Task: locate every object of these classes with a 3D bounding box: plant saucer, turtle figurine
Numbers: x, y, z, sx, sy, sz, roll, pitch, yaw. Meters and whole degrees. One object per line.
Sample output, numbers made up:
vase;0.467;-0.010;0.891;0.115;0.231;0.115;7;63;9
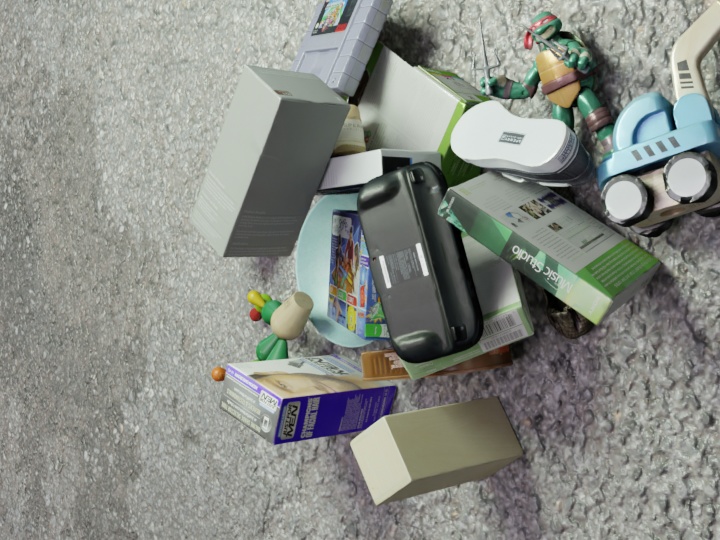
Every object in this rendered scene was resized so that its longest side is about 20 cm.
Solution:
plant saucer;-0.004;-0.004;1.455;0.199;0.038;0.205;1;91;44
turtle figurine;0.209;-0.199;1.198;0.149;0.100;0.202;-23;92;60

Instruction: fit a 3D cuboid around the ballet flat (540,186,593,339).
ballet flat;0.207;-0.024;1.240;0.067;0.046;0.203;-20;77;42

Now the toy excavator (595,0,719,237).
toy excavator;0.311;-0.155;1.098;0.192;0.099;0.203;-19;75;29

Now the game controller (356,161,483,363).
game controller;0.059;-0.008;1.181;0.103;0.042;0.203;-19;80;29

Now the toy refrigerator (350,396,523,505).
toy refrigerator;0.086;0.199;1.260;0.070;0.198;0.077;-41;65;37

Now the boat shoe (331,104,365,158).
boat shoe;-0.063;-0.165;1.398;0.198;0.073;0.070;-1;85;48

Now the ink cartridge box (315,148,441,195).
ink cartridge box;-0.010;-0.111;1.312;0.198;0.098;0.040;-2;92;48

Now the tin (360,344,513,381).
tin;0.086;0.101;1.318;0.198;0.111;0.043;-10;83;43

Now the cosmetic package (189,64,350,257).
cosmetic package;-0.102;-0.118;1.263;0.090;0.106;0.202;41;118;39

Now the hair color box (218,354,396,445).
hair color box;-0.063;0.156;1.405;0.109;0.198;0.066;25;109;41

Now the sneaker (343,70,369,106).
sneaker;-0.010;-0.197;1.449;0.075;0.070;0.201;37;117;10

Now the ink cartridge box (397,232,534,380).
ink cartridge box;0.106;0.018;1.267;0.144;0.048;0.201;-23;33;13

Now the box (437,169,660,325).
box;0.193;-0.032;1.154;0.199;0.144;0.037;35;122;21

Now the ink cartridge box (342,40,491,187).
ink cartridge box;0.061;-0.176;1.362;0.200;0.075;0.149;44;121;38

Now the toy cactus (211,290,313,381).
toy cactus;-0.119;0.086;1.498;0.166;0.101;0.201;-53;20;36

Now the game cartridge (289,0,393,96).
game cartridge;-0.033;-0.279;1.404;0.200;0.038;0.131;19;89;66

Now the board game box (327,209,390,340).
board game box;0.000;0.000;1.330;0.200;0.034;0.138;-157;69;-75

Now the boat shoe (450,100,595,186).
boat shoe;0.167;-0.125;1.176;0.072;0.067;0.199;-59;31;-6
